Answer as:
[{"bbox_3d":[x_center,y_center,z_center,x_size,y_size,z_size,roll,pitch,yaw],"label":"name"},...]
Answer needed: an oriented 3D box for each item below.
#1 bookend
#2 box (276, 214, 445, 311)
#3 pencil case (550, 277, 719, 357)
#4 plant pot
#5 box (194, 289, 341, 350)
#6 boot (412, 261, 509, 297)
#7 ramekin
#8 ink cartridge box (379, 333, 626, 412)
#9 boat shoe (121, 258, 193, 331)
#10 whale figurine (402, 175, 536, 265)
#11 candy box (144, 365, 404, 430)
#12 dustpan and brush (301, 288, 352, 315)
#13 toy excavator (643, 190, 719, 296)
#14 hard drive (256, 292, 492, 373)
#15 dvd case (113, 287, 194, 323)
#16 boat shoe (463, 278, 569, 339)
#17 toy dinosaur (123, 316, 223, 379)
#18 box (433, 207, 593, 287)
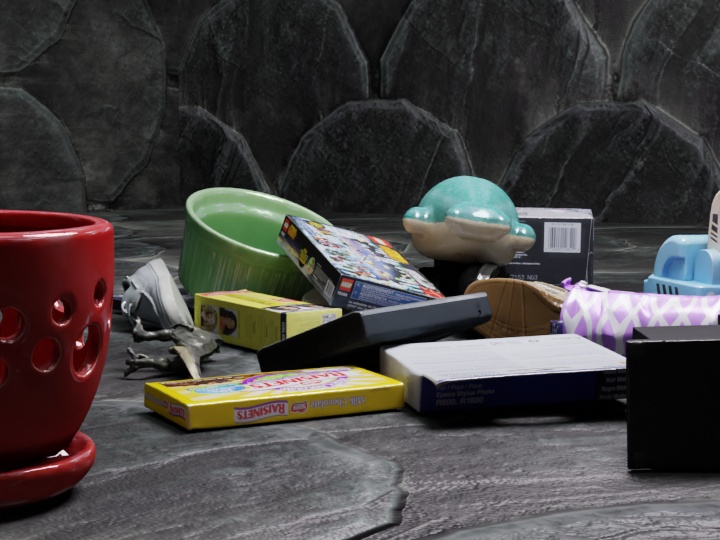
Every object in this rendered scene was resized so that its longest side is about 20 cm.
[{"bbox_3d":[0.287,0.085,1.169,0.198,0.093,0.199,-1,4,1],"label":"bookend"},{"bbox_3d":[0.000,0.000,1.720,0.136,0.040,0.200,15,15,-26],"label":"box"},{"bbox_3d":[0.293,0.053,1.528,0.198,0.086,0.084,3,5,20],"label":"pencil case"},{"bbox_3d":[-0.259,0.055,1.007,0.198,0.184,0.200,0,5,0],"label":"plant pot"},{"bbox_3d":[-0.103,0.056,1.673,0.075,0.051,0.199,-4,6,-33],"label":"box"},{"bbox_3d":[0.091,0.026,1.813,0.156,0.080,0.211,8,-4,10],"label":"boot"},{"bbox_3d":[-0.126,-0.015,1.872,0.198,0.098,0.200,15,21,-6],"label":"ramekin"},{"bbox_3d":[0.132,0.092,1.343,0.198,0.041,0.200,-3,6,-12],"label":"ink cartridge box"},{"bbox_3d":[-0.244,0.041,1.807,0.071,0.070,0.201,-27,18,-7],"label":"boat shoe"},{"bbox_3d":[0.130,-0.064,1.802,0.158,0.105,0.200,9,-6,0],"label":"whale figurine"},{"bbox_3d":[-0.072,0.106,1.303,0.198,0.027,0.102,-3,10,-28],"label":"candy box"},{"bbox_3d":[-0.015,0.048,1.806,0.138,0.058,0.200,5,11,-10],"label":"dustpan and brush"},{"bbox_3d":[0.372,-0.016,1.629,0.099,0.202,0.194,-3,6,-20],"label":"toy excavator"},{"bbox_3d":[0.016,0.063,1.485,0.139,0.033,0.199,-22,-9,38],"label":"hard drive"},{"bbox_3d":[-0.197,0.043,1.946,0.150,0.025,0.199,-5,9,-44],"label":"dvd case"},{"bbox_3d":[0.206,0.054,1.641,0.198,0.074,0.063,14,4,21],"label":"boat shoe"},{"bbox_3d":[-0.181,0.079,1.497,0.087,0.048,0.200,6,9,-2],"label":"toy dinosaur"},{"bbox_3d":[0.195,-0.014,1.957,0.198,0.133,0.115,1,7,7],"label":"box"}]
